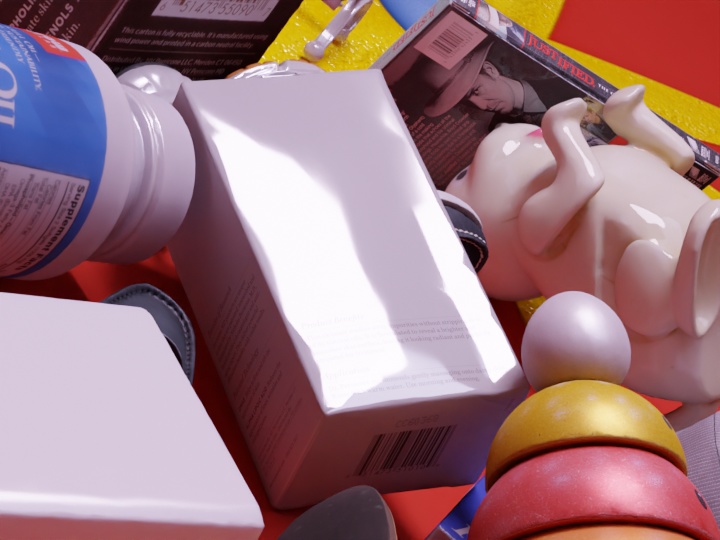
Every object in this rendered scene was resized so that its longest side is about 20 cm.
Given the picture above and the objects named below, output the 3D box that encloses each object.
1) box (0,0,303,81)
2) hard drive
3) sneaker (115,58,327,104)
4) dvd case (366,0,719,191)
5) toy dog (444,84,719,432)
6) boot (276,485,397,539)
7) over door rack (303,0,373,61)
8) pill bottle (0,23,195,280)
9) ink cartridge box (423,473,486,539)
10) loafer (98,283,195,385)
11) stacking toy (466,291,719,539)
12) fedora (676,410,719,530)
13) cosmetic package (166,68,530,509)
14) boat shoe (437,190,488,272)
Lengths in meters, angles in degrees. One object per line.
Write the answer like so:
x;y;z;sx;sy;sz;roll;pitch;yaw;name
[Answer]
-0.143;-0.197;1.370;0.200;0.164;0.166;47;24;20;box
-0.147;0.051;0.928;0.200;0.027;0.132;7;34;-34;hard drive
-0.063;-0.056;1.360;0.200;0.076;0.092;-9;58;-52;sneaker
0.096;-0.076;1.537;0.200;0.146;0.022;29;47;-18;dvd case
0.139;-0.016;1.469;0.200;0.194;0.140;24;39;31;toy dog
-0.001;0.166;1.037;0.075;0.074;0.200;51;18;-27;boot
-0.066;-0.202;1.605;0.148;0.067;0.200;39;1;2;over door rack
-0.170;-0.055;1.123;0.200;0.112;0.112;10;36;-50;pill bottle
0.111;0.183;1.180;0.200;0.044;0.094;40;20;6;ink cartridge box
-0.099;0.051;1.081;0.068;0.070;0.201;36;22;-7;loafer
0.097;0.097;1.097;0.146;0.146;0.200;21;54;-37;stacking toy
0.198;0.132;1.351;0.177;0.090;0.200;35;22;-8;fedora
-0.016;0.004;1.202;0.113;0.081;0.200;-4;53;-27;cosmetic package
0.000;0.000;1.338;0.200;0.076;0.060;-3;44;-42;boat shoe
